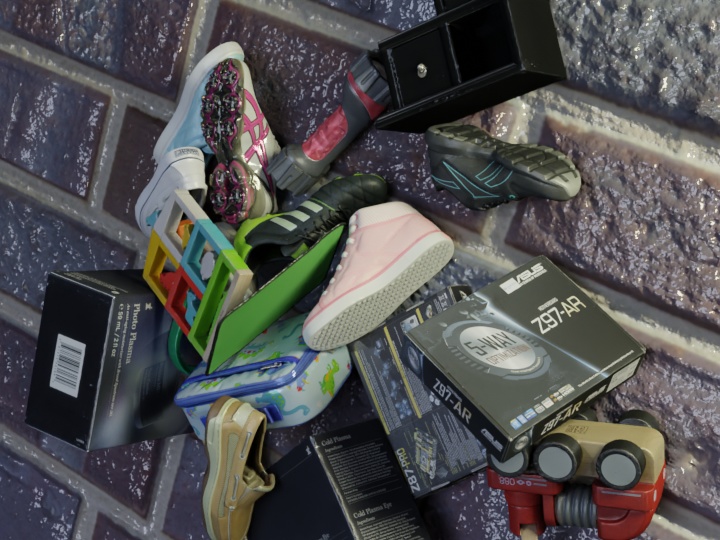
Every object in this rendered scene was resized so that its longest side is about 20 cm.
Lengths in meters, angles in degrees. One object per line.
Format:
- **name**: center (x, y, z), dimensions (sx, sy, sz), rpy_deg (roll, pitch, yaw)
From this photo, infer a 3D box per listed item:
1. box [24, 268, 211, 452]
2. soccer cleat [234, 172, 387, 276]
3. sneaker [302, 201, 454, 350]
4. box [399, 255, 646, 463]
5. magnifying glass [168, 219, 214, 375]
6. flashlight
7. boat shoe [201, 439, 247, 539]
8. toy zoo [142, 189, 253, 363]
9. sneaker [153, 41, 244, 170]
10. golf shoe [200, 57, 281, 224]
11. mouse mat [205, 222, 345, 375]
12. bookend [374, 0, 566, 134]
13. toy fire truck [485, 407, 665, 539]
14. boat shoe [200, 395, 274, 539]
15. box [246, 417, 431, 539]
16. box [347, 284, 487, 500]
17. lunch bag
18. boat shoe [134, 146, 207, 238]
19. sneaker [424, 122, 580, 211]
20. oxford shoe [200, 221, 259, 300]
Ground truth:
- **box**: center (-0.296, 0.106, 1.818), dimensions (0.123, 0.198, 0.200), rpy_deg (18, 102, 32)
- **soccer cleat**: center (-0.056, -0.049, 1.689), dimensions (0.200, 0.068, 0.081), rpy_deg (-23, 46, 16)
- **sneaker**: center (0.000, 0.000, 1.640), dimensions (0.200, 0.075, 0.105), rpy_deg (-38, 59, -4)
- **box**: center (0.166, 0.086, 1.477), dimensions (0.160, 0.200, 0.044), rpy_deg (46, 147, 27)
- **magnifying glass**: center (-0.208, 0.036, 1.783), dimensions (0.022, 0.080, 0.200), rpy_deg (19, 120, 45)
- **flashlight**: center (-0.032, -0.171, 1.691), dimensions (0.200, 0.068, 0.068), rpy_deg (-42, 84, 27)
- **boat shoe**: center (-0.156, 0.272, 1.788), dimensions (0.063, 0.073, 0.200), rpy_deg (-13, 71, -7)
- **toy zoo**: center (-0.201, -0.004, 1.702), dimensions (0.200, 0.020, 0.131), rpy_deg (48, 127, 38)
- **sneaker**: center (-0.184, -0.191, 1.811), dimensions (0.082, 0.074, 0.200), rpy_deg (44, 125, 19)
- **golf shoe**: center (-0.141, -0.158, 1.760), dimensions (0.073, 0.092, 0.200), rpy_deg (0, 96, 41)
- **mouse mat**: center (-0.098, 0.033, 1.644), dimensions (0.008, 0.200, 0.161), rpy_deg (44, 153, 11)
- **bookend**: center (0.099, -0.275, 1.576), dimensions (0.199, 0.092, 0.200), rpy_deg (-17, 80, 36)
- **toy fire truck**: center (0.217, 0.254, 1.484), dimensions (0.176, 0.129, 0.200), rpy_deg (4, 112, 22)
- **boat shoe**: center (-0.134, 0.239, 1.635), dimensions (0.076, 0.072, 0.200), rpy_deg (15, 125, 20)
- **box**: center (-0.033, 0.297, 1.661), dimensions (0.200, 0.104, 0.182), rpy_deg (-41, 68, 45)
- **box**: center (0.088, 0.139, 1.626), dimensions (0.161, 0.049, 0.200), rpy_deg (-31, 74, 31)
- **lunch bag**: center (-0.111, 0.125, 1.699), dimensions (0.200, 0.161, 0.082), rpy_deg (-14, 115, 36)
- **boat shoe**: center (-0.236, -0.078, 1.805), dimensions (0.200, 0.074, 0.065), rpy_deg (118, 139, -60)
- **sneaker**: center (0.154, -0.102, 1.566), dimensions (0.200, 0.075, 0.079), rpy_deg (24, 119, 40)
- **oxford shoe**: center (-0.151, -0.004, 1.757), dimensions (0.200, 0.058, 0.075), rpy_deg (-128, 24, -52)
